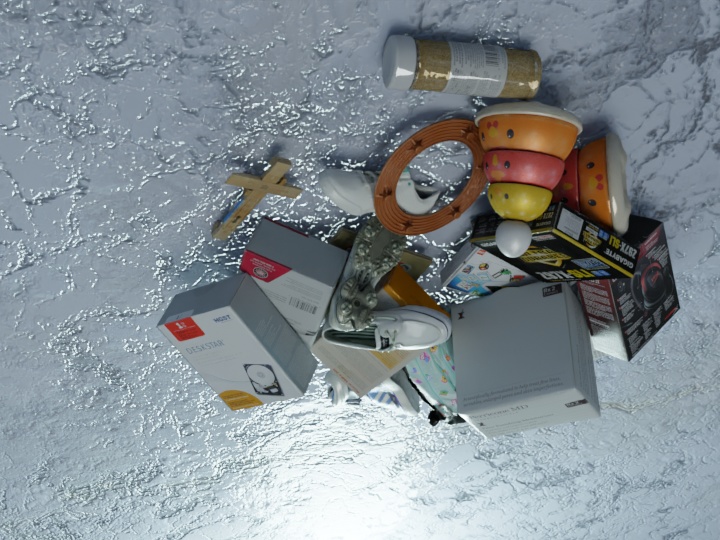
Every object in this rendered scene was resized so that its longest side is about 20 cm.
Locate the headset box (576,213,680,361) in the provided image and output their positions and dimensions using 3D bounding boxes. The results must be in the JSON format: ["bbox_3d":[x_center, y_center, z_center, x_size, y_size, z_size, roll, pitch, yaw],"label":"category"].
[{"bbox_3d":[0.424,0.018,1.588,0.149,0.075,0.201,-40,126,-24],"label":"headset box"}]

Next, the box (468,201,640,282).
[{"bbox_3d":[0.279,-0.036,1.449,0.159,0.050,0.200,25,166,-26],"label":"box"}]

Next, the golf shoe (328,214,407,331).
[{"bbox_3d":[0.000,0.000,1.498,0.078,0.201,0.097,33,157,-15],"label":"golf shoe"}]

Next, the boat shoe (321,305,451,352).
[{"bbox_3d":[0.038,0.098,1.522,0.199,0.067,0.074,-1,118,17],"label":"boat shoe"}]

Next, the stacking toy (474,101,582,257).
[{"bbox_3d":[0.218,-0.117,1.345,0.145,0.201,0.146,6,174,1],"label":"stacking toy"}]

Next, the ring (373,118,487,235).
[{"bbox_3d":[0.110,-0.127,1.423,0.200,0.019,0.201,-19,138,-19],"label":"ring"}]

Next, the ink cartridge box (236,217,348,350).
[{"bbox_3d":[-0.118,0.034,1.542,0.145,0.084,0.200,22,137,-1],"label":"ink cartridge box"}]

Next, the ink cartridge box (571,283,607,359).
[{"bbox_3d":[0.361,0.100,1.756,0.199,0.085,0.146,-20,140,11],"label":"ink cartridge box"}]

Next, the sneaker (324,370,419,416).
[{"bbox_3d":[0.015,0.220,1.847,0.146,0.081,0.200,-14,145,19],"label":"sneaker"}]

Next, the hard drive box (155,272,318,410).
[{"bbox_3d":[-0.187,0.114,1.531,0.155,0.077,0.200,-16,123,34],"label":"hard drive box"}]

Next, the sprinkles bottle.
[{"bbox_3d":[0.130,-0.259,1.280,0.199,0.068,0.068,3,140,-15],"label":"sprinkles bottle"}]

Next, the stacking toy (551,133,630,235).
[{"bbox_3d":[0.286,-0.115,1.449,0.199,0.147,0.146,-6,143,18],"label":"stacking toy"}]

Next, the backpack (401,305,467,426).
[{"bbox_3d":[0.142,0.150,1.726,0.126,0.167,0.200,-21,125,23],"label":"backpack"}]

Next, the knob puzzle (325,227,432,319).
[{"bbox_3d":[-0.010,0.011,1.613,0.218,0.031,0.220,-6,141,-5],"label":"knob puzzle"}]

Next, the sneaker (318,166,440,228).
[{"bbox_3d":[0.030,-0.122,1.434,0.199,0.075,0.088,15,131,-41],"label":"sneaker"}]

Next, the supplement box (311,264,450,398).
[{"bbox_3d":[0.029,0.100,1.610,0.126,0.074,0.200,44,122,-11],"label":"supplement box"}]

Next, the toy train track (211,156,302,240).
[{"bbox_3d":[-0.161,-0.109,1.438,0.114,0.033,0.200,11,143,-34],"label":"toy train track"}]

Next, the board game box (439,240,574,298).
[{"bbox_3d":[0.245,0.003,1.610,0.199,0.035,0.126,17,136,-25],"label":"board game box"}]

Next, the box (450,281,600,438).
[{"bbox_3d":[0.261,0.142,1.595,0.198,0.201,0.131,-16,145,25],"label":"box"}]

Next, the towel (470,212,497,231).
[{"bbox_3d":[0.282,-0.036,1.613,0.192,0.035,0.200,-14,142,5],"label":"towel"}]
